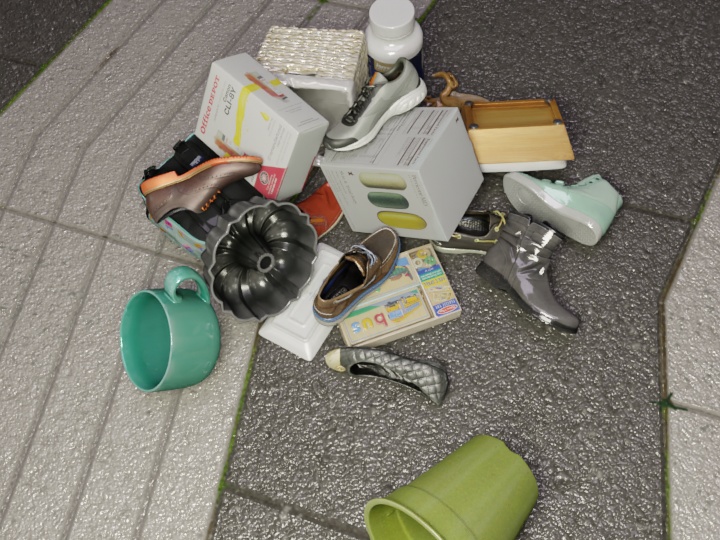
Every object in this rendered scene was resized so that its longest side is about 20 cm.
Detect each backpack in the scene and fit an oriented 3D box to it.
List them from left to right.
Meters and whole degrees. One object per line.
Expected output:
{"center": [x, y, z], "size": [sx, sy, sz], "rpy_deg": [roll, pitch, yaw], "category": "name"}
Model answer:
{"center": [-0.252, -0.106, 1.449], "size": [0.198, 0.155, 0.176], "rpy_deg": [33, 63, 24], "category": "backpack"}

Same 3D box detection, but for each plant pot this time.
{"center": [0.138, 0.327, 1.146], "size": [0.199, 0.202, 0.189], "rpy_deg": [38, 55, 25], "category": "plant pot"}

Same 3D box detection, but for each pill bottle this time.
{"center": [0.061, -0.395, 1.571], "size": [0.108, 0.201, 0.113], "rpy_deg": [-3, 57, 4], "category": "pill bottle"}

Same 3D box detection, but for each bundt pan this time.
{"center": [-0.168, -0.026, 1.358], "size": [0.201, 0.204, 0.075], "rpy_deg": [-39, 42, -18], "category": "bundt pan"}

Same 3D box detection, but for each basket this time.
{"center": [-0.086, -0.312, 1.536], "size": [0.193, 0.202, 0.164], "rpy_deg": [6, 56, 10], "category": "basket"}

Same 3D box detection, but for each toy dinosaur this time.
{"center": [0.173, -0.318, 1.609], "size": [0.195, 0.060, 0.109], "rpy_deg": [-13, 95, -5], "category": "toy dinosaur"}

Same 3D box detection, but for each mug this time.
{"center": [-0.275, 0.097, 1.315], "size": [0.113, 0.184, 0.155], "rpy_deg": [0, 65, -46], "category": "mug"}

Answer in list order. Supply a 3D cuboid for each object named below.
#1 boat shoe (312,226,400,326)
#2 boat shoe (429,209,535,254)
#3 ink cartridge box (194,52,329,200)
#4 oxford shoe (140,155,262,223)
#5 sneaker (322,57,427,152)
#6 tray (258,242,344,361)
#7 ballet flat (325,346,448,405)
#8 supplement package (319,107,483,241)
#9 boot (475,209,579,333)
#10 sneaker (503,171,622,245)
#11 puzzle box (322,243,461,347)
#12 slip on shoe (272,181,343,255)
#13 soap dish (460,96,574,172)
{"center": [0.000, 0.000, 1.357], "size": [0.071, 0.073, 0.201], "rpy_deg": [31, 65, 15], "category": "boat shoe"}
{"center": [0.213, -0.067, 1.437], "size": [0.196, 0.061, 0.073], "rpy_deg": [-2, 58, 4], "category": "boat shoe"}
{"center": [-0.166, -0.232, 1.396], "size": [0.199, 0.147, 0.083], "rpy_deg": [41, 41, 18], "category": "ink cartridge box"}
{"center": [-0.242, -0.129, 1.350], "size": [0.196, 0.071, 0.074], "rpy_deg": [-17, 87, 5], "category": "oxford shoe"}
{"center": [0.014, -0.264, 1.372], "size": [0.199, 0.080, 0.074], "rpy_deg": [-40, 39, -10], "category": "sneaker"}
{"center": [-0.076, 0.043, 1.419], "size": [0.106, 0.022, 0.202], "rpy_deg": [23, 63, 19], "category": "tray"}
{"center": [0.038, 0.157, 1.313], "size": [0.195, 0.067, 0.058], "rpy_deg": [10, 65, 12], "category": "ballet flat"}
{"center": [0.070, -0.162, 1.412], "size": [0.197, 0.153, 0.152], "rpy_deg": [8, 51, 37], "category": "supplement package"}
{"center": [0.285, -0.003, 1.352], "size": [0.199, 0.070, 0.133], "rpy_deg": [37, 101, 23], "category": "boot"}
{"center": [0.346, -0.129, 1.461], "size": [0.199, 0.075, 0.118], "rpy_deg": [33, 59, 26], "category": "sneaker"}
{"center": [0.050, 0.045, 1.390], "size": [0.196, 0.026, 0.135], "rpy_deg": [-19, 64, -11], "category": "puzzle box"}
{"center": [-0.088, -0.093, 1.482], "size": [0.074, 0.062, 0.200], "rpy_deg": [34, 66, 25], "category": "slip on shoe"}
{"center": [0.264, -0.239, 1.497], "size": [0.195, 0.083, 0.158], "rpy_deg": [-2, 31, 6], "category": "soap dish"}
